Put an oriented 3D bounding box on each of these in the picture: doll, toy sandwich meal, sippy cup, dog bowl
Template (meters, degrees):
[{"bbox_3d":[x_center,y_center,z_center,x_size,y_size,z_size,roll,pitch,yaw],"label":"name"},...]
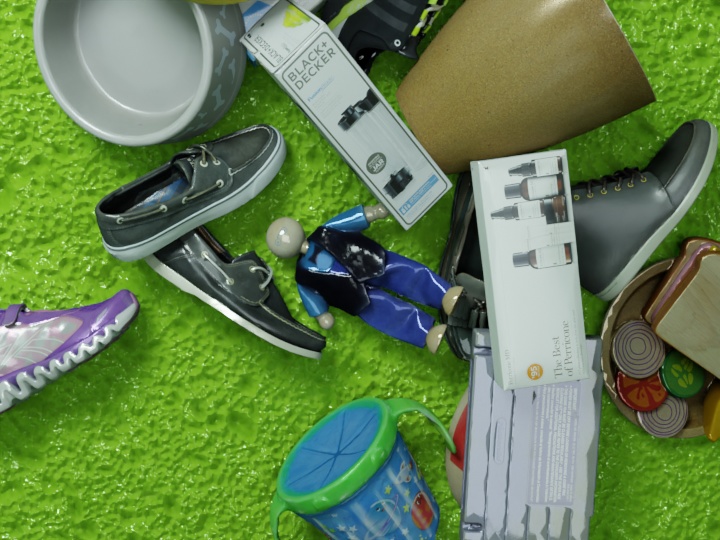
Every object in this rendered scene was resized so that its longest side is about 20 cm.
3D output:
[{"bbox_3d":[0.000,0.000,0.990,0.197,0.048,0.139,24,100,8],"label":"doll"},{"bbox_3d":[0.337,0.076,1.025,0.201,0.070,0.210,-1,97,-4],"label":"toy sandwich meal"},{"bbox_3d":[0.007,0.217,0.994,0.176,0.140,0.131,-26,111,30],"label":"sippy cup"},{"bbox_3d":[-0.203,-0.205,0.920,0.196,0.059,0.204,6,113,13],"label":"dog bowl"}]

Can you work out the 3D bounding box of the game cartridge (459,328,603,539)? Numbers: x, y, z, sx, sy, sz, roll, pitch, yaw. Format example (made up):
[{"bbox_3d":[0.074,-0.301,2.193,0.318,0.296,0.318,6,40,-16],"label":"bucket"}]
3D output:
[{"bbox_3d":[0.162,0.159,0.968,0.127,0.038,0.205,3,94,-7],"label":"game cartridge"}]

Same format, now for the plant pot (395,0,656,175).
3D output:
[{"bbox_3d":[0.137,-0.180,0.938,0.198,0.187,0.188,-32,98,14],"label":"plant pot"}]

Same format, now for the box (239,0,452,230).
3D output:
[{"bbox_3d":[-0.012,-0.140,0.914,0.060,0.117,0.200,-42,122,2],"label":"box"}]

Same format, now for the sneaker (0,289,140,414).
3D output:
[{"bbox_3d":[-0.306,0.065,0.974,0.198,0.080,0.089,-30,90,1],"label":"sneaker"}]

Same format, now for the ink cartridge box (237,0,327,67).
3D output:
[{"bbox_3d":[-0.120,-0.306,0.946,0.116,0.068,0.201,-40,98,1],"label":"ink cartridge box"}]

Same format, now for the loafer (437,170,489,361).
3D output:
[{"bbox_3d":[0.114,-0.006,1.002,0.070,0.063,0.205,2,97,-4],"label":"loafer"}]

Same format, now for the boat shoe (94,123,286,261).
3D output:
[{"bbox_3d":[-0.154,-0.082,0.946,0.199,0.057,0.069,-36,54,-17],"label":"boat shoe"}]

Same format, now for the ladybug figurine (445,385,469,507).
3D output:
[{"bbox_3d":[0.161,0.163,1.021,0.134,0.072,0.203,22,94,-6],"label":"ladybug figurine"}]

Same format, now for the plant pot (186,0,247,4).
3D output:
[{"bbox_3d":[-0.110,-0.342,0.795,0.197,0.189,0.205,4,74,-16],"label":"plant pot"}]

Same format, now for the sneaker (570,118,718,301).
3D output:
[{"bbox_3d":[0.257,-0.080,0.997,0.105,0.075,0.202,34,94,-10],"label":"sneaker"}]

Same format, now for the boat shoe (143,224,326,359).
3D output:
[{"bbox_3d":[-0.111,0.016,0.982,0.198,0.072,0.068,35,91,-2],"label":"boat shoe"}]

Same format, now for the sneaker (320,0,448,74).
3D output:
[{"bbox_3d":[0.051,-0.236,0.936,0.198,0.071,0.084,-22,84,36],"label":"sneaker"}]

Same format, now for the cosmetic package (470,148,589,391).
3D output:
[{"bbox_3d":[0.151,-0.001,0.913,0.081,0.051,0.204,-8,96,0],"label":"cosmetic package"}]
